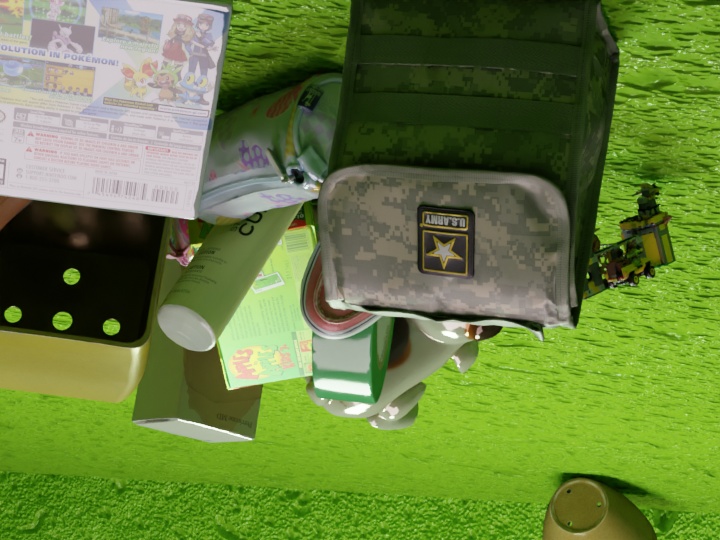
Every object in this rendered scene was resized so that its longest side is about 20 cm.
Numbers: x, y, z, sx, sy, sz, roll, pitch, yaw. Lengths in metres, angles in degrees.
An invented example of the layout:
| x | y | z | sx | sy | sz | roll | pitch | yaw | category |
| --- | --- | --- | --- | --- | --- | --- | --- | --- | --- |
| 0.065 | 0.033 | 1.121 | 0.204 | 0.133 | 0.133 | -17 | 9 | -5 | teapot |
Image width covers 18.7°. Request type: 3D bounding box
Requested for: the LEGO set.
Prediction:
| x | y | z | sx | sy | sz | roll | pitch | yaw | category |
| --- | --- | --- | --- | --- | --- | --- | --- | --- | --- |
| 0.141 | -0.043 | 1.705 | 0.153 | 0.117 | 0.199 | -20 | -170 | -35 | LEGO set |

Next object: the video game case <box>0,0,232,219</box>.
| x | y | z | sx | sy | sz | roll | pitch | yaw | category |
| --- | --- | --- | --- | --- | --- | --- | --- | --- | --- |
| -0.193 | -0.119 | 1.428 | 0.198 | 0.022 | 0.183 | 7 | 131 | -7 | video game case |

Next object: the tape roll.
| x | y | z | sx | sy | sz | roll | pitch | yaw | category |
| --- | --- | --- | --- | --- | --- | --- | --- | --- | --- |
| 0.000 | 0.000 | 1.675 | 0.048 | 0.202 | 0.201 | 5 | 168 | 5 | tape roll |

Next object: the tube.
| x | y | z | sx | sy | sz | roll | pitch | yaw | category |
| --- | --- | --- | --- | --- | --- | --- | --- | --- | --- |
| -0.092 | -0.026 | 1.691 | 0.058 | 0.201 | 0.052 | 28 | 144 | 5 | tube |

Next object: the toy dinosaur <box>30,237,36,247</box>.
| x | y | z | sx | sy | sz | roll | pitch | yaw | category |
| --- | --- | --- | --- | --- | --- | --- | --- | --- | --- |
| -0.244 | -0.046 | 1.906 | 0.198 | 0.087 | 0.135 | 6 | 162 | -19 | toy dinosaur |

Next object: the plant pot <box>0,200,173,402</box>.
| x | y | z | sx | sy | sz | roll | pitch | yaw | category |
| --- | --- | --- | --- | --- | --- | --- | --- | --- | --- |
| -0.245 | 0.000 | 1.729 | 0.198 | 0.202 | 0.177 | 7 | 152 | 2 | plant pot |

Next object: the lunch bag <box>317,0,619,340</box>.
| x | y | z | sx | sy | sz | roll | pitch | yaw | category |
| --- | --- | --- | --- | --- | --- | --- | --- | --- | --- |
| 0.066 | -0.063 | 1.358 | 0.162 | 0.202 | 0.118 | 5 | 168 | 16 | lunch bag |

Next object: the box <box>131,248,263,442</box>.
| x | y | z | sx | sy | sz | roll | pitch | yaw | category |
| --- | --- | --- | --- | --- | --- | --- | --- | --- | --- |
| -0.136 | 0.049 | 1.975 | 0.094 | 0.202 | 0.077 | 16 | 165 | -36 | box |

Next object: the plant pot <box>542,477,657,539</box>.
| x | y | z | sx | sy | sz | roll | pitch | yaw | category |
| --- | --- | --- | --- | --- | --- | --- | --- | --- | --- |
| 0.360 | 0.406 | 3.401 | 0.185 | 0.188 | 0.200 | 3 | 153 | 18 | plant pot |

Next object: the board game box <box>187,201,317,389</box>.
| x | y | z | sx | sy | sz | roll | pitch | yaw | category |
| --- | --- | --- | --- | --- | --- | --- | --- | --- | --- |
| -0.078 | 0.016 | 1.818 | 0.101 | 0.048 | 0.201 | -9 | 141 | 0 | board game box |

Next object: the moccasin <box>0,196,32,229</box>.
| x | y | z | sx | sy | sz | roll | pitch | yaw | category |
| --- | --- | --- | --- | --- | --- | --- | --- | --- | --- |
| -0.279 | -0.075 | 1.578 | 0.201 | 0.074 | 0.078 | -44 | 148 | 12 | moccasin |

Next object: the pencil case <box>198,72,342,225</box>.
| x | y | z | sx | sy | sz | roll | pitch | yaw | category |
| --- | --- | --- | --- | --- | --- | --- | --- | --- | --- |
| -0.060 | -0.084 | 1.588 | 0.083 | 0.091 | 0.199 | 38 | 157 | -22 | pencil case |

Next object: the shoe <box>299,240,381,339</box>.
| x | y | z | sx | sy | sz | roll | pitch | yaw | category |
| --- | --- | --- | --- | --- | --- | --- | --- | --- | --- |
| 0.028 | -0.036 | 1.528 | 0.071 | 0.200 | 0.091 | 40 | 179 | 1 | shoe |

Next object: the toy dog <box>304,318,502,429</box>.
| x | y | z | sx | sy | sz | roll | pitch | yaw | category |
| --- | --- | --- | --- | --- | --- | --- | --- | --- | --- |
| 0.044 | 0.038 | 1.955 | 0.200 | 0.140 | 0.193 | -39 | 163 | 30 | toy dog |

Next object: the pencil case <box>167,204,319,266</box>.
| x | y | z | sx | sy | sz | roll | pitch | yaw | category |
| --- | --- | --- | --- | --- | --- | --- | --- | --- | --- |
| -0.072 | -0.028 | 1.868 | 0.198 | 0.088 | 0.087 | 13 | 167 | -27 | pencil case |
